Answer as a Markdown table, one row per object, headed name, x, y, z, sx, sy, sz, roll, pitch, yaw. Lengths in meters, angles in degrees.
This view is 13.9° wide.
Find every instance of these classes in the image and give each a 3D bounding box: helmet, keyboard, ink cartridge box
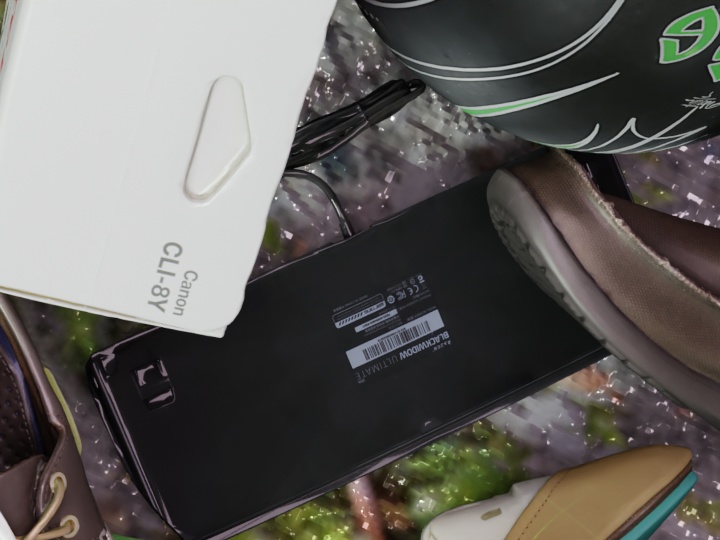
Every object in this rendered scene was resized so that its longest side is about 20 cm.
| name | x | y | z | sx | sy | sz | roll | pitch | yaw |
| --- | --- | --- | --- | --- | --- | --- | --- | --- | --- |
| helmet | 0.077 | -0.134 | 0.932 | 0.200 | 0.191 | 0.200 | 16 | 57 | -26 |
| keyboard | 0.000 | 0.000 | 0.996 | 0.200 | 0.021 | 0.127 | -24 | 98 | -16 |
| ink cartridge box | -0.059 | -0.101 | 0.886 | 0.083 | 0.200 | 0.145 | 11 | 126 | -9 |

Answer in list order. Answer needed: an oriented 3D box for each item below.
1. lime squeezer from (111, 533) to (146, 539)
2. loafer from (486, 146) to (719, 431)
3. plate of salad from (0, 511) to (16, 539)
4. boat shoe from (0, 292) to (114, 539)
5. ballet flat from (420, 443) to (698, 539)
| name | x | y | z | sx | sy | sz | roll | pitch | yaw |
| --- | --- | --- | --- | --- | --- | --- | --- | --- | --- |
| lime squeezer | -0.130 | 0.059 | 0.978 | 0.200 | 0.038 | 0.071 | 40 | 50 | -5 |
| loafer | 0.125 | 0.014 | 0.985 | 0.200 | 0.073 | 0.071 | 37 | 94 | -25 |
| plate of salad | -0.185 | 0.120 | 0.908 | 0.200 | 0.048 | 0.200 | 7 | 109 | 22 |
| boat shoe | -0.119 | 0.063 | 0.922 | 0.072 | 0.060 | 0.200 | -22 | 91 | -15 |
| ballet flat | 0.027 | 0.117 | 0.982 | 0.063 | 0.069 | 0.200 | 42 | 80 | 9 |
